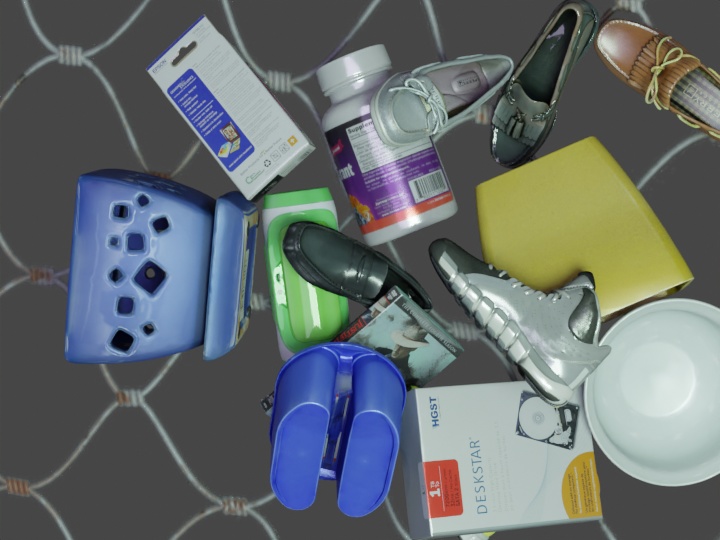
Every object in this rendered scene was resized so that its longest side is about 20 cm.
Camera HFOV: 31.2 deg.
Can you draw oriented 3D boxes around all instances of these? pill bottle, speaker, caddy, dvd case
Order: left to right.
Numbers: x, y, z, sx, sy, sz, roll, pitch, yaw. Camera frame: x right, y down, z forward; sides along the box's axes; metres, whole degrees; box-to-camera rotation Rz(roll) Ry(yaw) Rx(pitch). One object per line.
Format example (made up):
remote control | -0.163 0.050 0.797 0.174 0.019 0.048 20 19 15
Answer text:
speaker | -0.059 0.011 1.448 0.088 0.088 0.202 -7 94 7
caddy | -0.026 0.166 1.372 0.140 0.105 0.201 7 128 -5
dvd case | 0.004 0.118 1.435 0.200 0.146 0.022 -41 46 7
pill bottle | 0.023 -0.138 1.412 0.111 0.111 0.202 -20 92 7

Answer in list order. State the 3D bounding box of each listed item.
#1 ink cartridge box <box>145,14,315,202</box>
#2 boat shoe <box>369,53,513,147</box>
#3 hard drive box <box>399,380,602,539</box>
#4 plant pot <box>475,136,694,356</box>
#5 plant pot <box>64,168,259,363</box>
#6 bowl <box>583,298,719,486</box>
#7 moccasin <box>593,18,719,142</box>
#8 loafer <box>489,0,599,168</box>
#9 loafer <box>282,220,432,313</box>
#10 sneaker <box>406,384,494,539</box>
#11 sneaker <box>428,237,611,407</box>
ink cartridge box | -0.147 -0.182 1.454 0.095 0.037 0.200 -41 79 8
boat shoe | 0.085 -0.187 1.361 0.064 0.201 0.075 -19 95 45
hard drive box | 0.148 0.202 1.394 0.198 0.077 0.157 -3 78 -17
plant pot | 0.218 -0.027 1.368 0.198 0.200 0.178 -23 83 8
plant pot | -0.209 -0.002 1.411 0.178 0.200 0.202 6 95 -1
bowl | 0.332 0.124 1.407 0.199 0.090 0.203 0 97 -2
moccasin | 0.338 -0.201 1.387 0.201 0.078 0.074 43 101 6
loafer | 0.190 -0.203 1.400 0.071 0.063 0.201 30 106 14
loafer | 0.000 0.000 1.398 0.200 0.070 0.069 31 67 -38
sneaker | 0.110 0.210 1.459 0.090 0.078 0.201 -29 98 0
sneaker | 0.164 0.023 1.247 0.115 0.075 0.200 -40 84 -2
